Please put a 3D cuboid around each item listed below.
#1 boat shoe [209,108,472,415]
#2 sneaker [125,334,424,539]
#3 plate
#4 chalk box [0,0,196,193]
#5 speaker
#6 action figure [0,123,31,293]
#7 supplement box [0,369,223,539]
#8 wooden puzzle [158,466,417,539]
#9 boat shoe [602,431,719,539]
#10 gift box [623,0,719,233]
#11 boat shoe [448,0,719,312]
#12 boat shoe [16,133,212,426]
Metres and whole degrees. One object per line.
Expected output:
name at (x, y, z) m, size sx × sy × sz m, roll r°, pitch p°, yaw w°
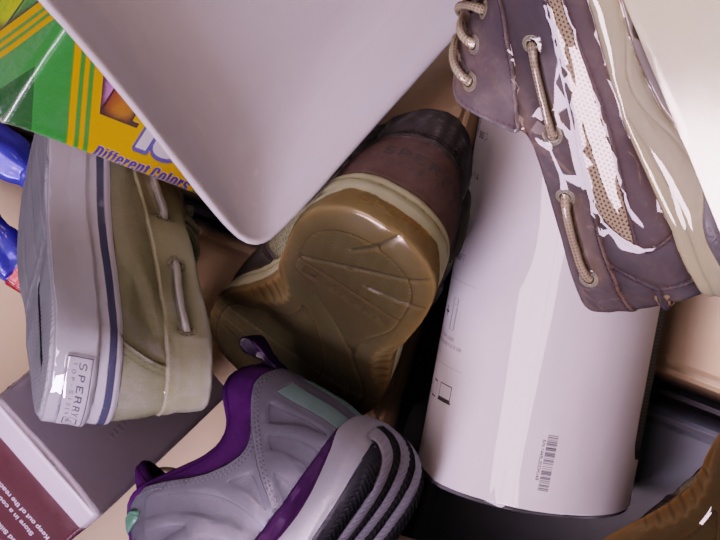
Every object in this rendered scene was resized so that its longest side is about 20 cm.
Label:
boat shoe at (-0.001, -0.001, 1.006) m, size 0.072 × 0.201 × 0.066 m, roll 37°, pitch 67°, yaw 0°
sneaker at (-0.064, 0.123, 0.989) m, size 0.088 × 0.074 × 0.200 m, roll 38°, pitch 93°, yaw 28°
plate at (-0.032, -0.143, 0.898) m, size 0.200 × 0.200 × 0.032 m, roll -48°, pitch 32°, yaw -14°
chalk box at (-0.047, -0.144, 1.002) m, size 0.200 × 0.124 × 0.125 m, roll -55°, pitch 38°, yaw 21°
speaker at (0.075, -0.017, 0.992) m, size 0.081 × 0.081 × 0.200 m, roll 14°, pitch 99°, yaw 27°
action figure at (-0.166, -0.049, 1.136) m, size 0.200 × 0.052 × 0.065 m, roll 42°, pitch 107°, yaw 12°
supplement box at (-0.153, 0.099, 1.082) m, size 0.061 × 0.109 × 0.200 m, roll 48°, pitch 124°, yaw -1°
wooden puzzle at (-0.016, 0.189, 1.019) m, size 0.185 × 0.037 × 0.200 m, roll 15°, pitch 103°, yaw 21°
boat shoe at (0.132, 0.095, 0.917) m, size 0.073 × 0.065 × 0.200 m, roll 55°, pitch 127°, yaw 24°
gift box at (0.182, -0.104, 0.877) m, size 0.184 × 0.200 × 0.187 m, roll -20°, pitch 99°, yaw 24°
boat shoe at (0.063, -0.074, 0.906) m, size 0.073 × 0.074 × 0.200 m, roll -23°, pitch 95°, yaw 16°
boat shoe at (-0.092, -0.009, 1.032) m, size 0.200 × 0.062 × 0.072 m, roll -99°, pitch 23°, yaw -50°
